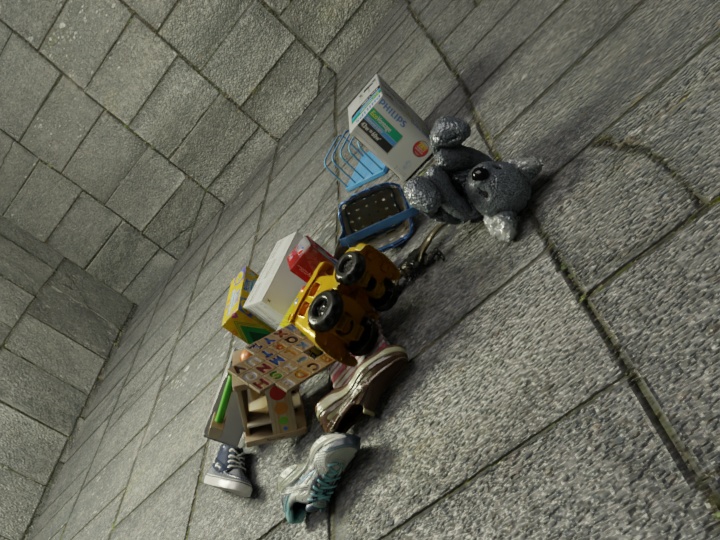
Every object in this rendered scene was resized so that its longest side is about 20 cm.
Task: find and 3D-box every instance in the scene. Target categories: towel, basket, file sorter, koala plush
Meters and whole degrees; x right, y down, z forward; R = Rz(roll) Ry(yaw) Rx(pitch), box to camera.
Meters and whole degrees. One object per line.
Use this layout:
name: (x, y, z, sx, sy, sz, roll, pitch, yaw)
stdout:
towel: (-0.009, 0.151, 1.084, 0.147, 0.030, 0.201, -49, 31, 15)
basket: (0.037, -0.109, 1.205, 0.172, 0.143, 0.200, -20, 9, 5)
file sorter: (0.002, -0.347, 1.636, 0.198, 0.122, 0.141, -14, 43, 55)
koala plush: (0.215, -0.147, 0.981, 0.197, 0.183, 0.182, 18, 80, 43)

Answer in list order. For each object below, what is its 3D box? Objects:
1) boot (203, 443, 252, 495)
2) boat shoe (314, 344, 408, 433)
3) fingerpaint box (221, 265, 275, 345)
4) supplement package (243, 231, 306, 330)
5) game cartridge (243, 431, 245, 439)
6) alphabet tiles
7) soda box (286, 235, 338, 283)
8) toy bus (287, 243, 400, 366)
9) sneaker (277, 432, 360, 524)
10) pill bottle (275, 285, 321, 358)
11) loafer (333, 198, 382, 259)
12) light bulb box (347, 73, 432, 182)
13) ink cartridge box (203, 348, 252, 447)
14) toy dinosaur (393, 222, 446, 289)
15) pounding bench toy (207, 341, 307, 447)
boot: (-0.270, 0.413, 1.173, 0.198, 0.072, 0.093, -18, 46, 53)
boat shoe: (0.012, 0.214, 0.953, 0.202, 0.074, 0.076, -44, 49, 17)
fingerpaint box: (-0.267, 0.110, 1.462, 0.073, 0.166, 0.202, -41, 27, 19)
supplement package: (-0.165, 0.041, 1.379, 0.110, 0.155, 0.204, -17, 41, 52)
game cartridge: (-0.197, 0.276, 1.273, 0.132, 0.040, 0.203, -39, 28, 37)
alphabet tiles: (-0.142, 0.162, 1.045, 0.164, 0.008, 0.197, 21, 31, 37)
soda box: (-0.057, 0.018, 1.159, 0.070, 0.199, 0.064, -47, 25, 8)
toy bus: (-0.045, 0.048, 1.047, 0.190, 0.135, 0.204, 19, 76, 51)
sneaker: (-0.060, 0.342, 0.912, 0.201, 0.076, 0.088, -49, 35, 27)
pill bottle: (-0.108, 0.109, 1.239, 0.203, 0.112, 0.112, -60, 25, -13)
loafer: (-0.005, -0.088, 1.377, 0.201, 0.066, 0.077, -53, 14, 42)
light bulb box: (0.076, -0.368, 1.436, 0.125, 0.197, 0.202, -43, 25, 22)
ink cartridge box: (-0.285, 0.284, 1.274, 0.200, 0.082, 0.149, -138, 70, -79)
toy dinosaur: (0.117, -0.023, 1.092, 0.201, 0.047, 0.088, -48, 18, 3)
pounding bench toy: (-0.215, 0.238, 1.097, 0.193, 0.161, 0.125, -11, 24, -8)
